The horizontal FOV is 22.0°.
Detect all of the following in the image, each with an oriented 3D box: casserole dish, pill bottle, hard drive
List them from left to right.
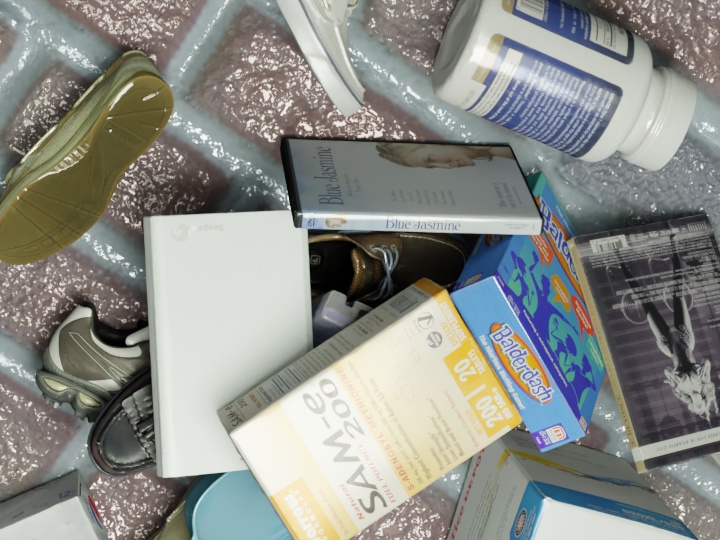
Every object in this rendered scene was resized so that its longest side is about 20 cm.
[{"bbox_3d":[-0.101,0.055,1.455,0.131,0.026,0.202,-3,92,-23],"label":"hard drive"},{"bbox_3d":[-0.070,0.188,1.545,0.199,0.039,0.122,-32,123,-26],"label":"casserole dish"},{"bbox_3d":[0.167,-0.156,1.505,0.199,0.111,0.112,22,99,-12],"label":"pill bottle"}]

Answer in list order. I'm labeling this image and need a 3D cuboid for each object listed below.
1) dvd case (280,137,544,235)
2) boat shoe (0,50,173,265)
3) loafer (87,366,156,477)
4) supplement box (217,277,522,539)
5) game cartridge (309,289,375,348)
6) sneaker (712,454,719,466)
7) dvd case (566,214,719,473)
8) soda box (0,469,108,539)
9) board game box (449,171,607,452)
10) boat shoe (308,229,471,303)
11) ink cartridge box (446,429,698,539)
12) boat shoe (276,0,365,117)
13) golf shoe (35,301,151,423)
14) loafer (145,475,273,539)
[{"bbox_3d":[0.038,-0.070,1.491,0.198,0.143,0.018,1,118,-8],"label":"dvd case"},{"bbox_3d":[-0.232,-0.090,1.497,0.073,0.063,0.201,31,105,-38],"label":"boat shoe"},{"bbox_3d":[-0.129,0.097,1.486,0.199,0.063,0.072,-31,94,-24],"label":"loafer"},{"bbox_3d":[0.007,0.114,1.426,0.199,0.074,0.127,-34,104,-6],"label":"supplement box"},{"bbox_3d":[0.040,0.078,1.535,0.199,0.130,0.039,25,71,-12],"label":"game cartridge"},{"bbox_3d":[0.333,0.097,1.618,0.115,0.074,0.200,-42,101,-12],"label":"sneaker"},{"bbox_3d":[0.262,0.058,1.546,0.148,0.016,0.202,-10,77,-30],"label":"dvd case"},{"bbox_3d":[-0.314,0.244,1.556,0.199,0.063,0.069,-24,107,-2],"label":"soda box"},{"bbox_3d":[0.147,0.029,1.502,0.045,0.200,0.153,-23,108,26],"label":"board game box"},{"bbox_3d":[0.000,0.000,1.537,0.198,0.072,0.073,-2,103,-8],"label":"boat shoe"},{"bbox_3d":[0.168,0.239,1.553,0.143,0.200,0.148,16,101,-13],"label":"ink cartridge box"},{"bbox_3d":[-0.034,-0.223,1.485,0.065,0.072,0.201,-25,97,3],"label":"boat shoe"},{"bbox_3d":[-0.165,0.094,1.535,0.199,0.078,0.095,22,99,-14],"label":"golf shoe"},{"bbox_3d":[-0.138,0.235,1.575,0.076,0.068,0.200,43,93,-15],"label":"loafer"}]
